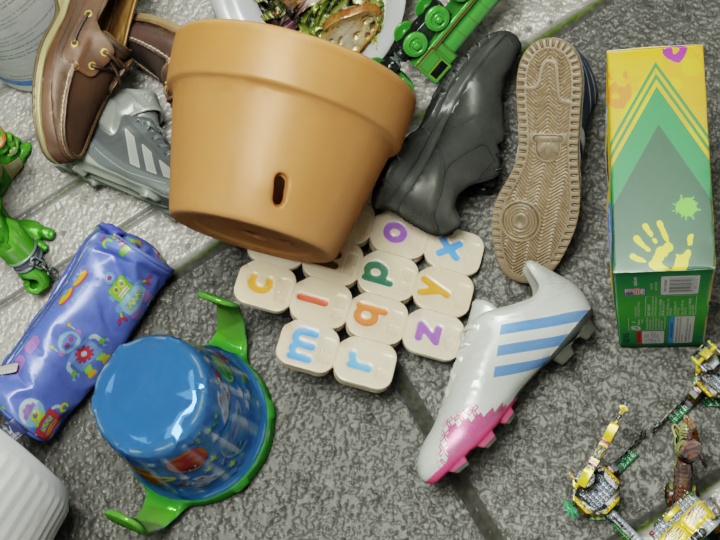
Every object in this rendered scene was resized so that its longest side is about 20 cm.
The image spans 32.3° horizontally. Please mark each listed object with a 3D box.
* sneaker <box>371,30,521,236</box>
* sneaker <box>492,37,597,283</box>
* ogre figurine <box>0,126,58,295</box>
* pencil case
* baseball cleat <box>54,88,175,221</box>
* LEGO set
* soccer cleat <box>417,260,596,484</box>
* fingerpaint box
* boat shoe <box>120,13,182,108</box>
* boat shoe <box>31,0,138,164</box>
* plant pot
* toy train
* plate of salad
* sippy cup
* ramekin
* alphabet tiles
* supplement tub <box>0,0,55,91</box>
[{"bbox_3d":[0.090,-0.115,1.067,0.090,0.076,0.201,33,76,-1],"label":"sneaker"},{"bbox_3d":[0.158,-0.095,1.048,0.069,0.108,0.202,9,104,12],"label":"sneaker"},{"bbox_3d":[-0.341,-0.079,1.118,0.097,0.120,0.202,-12,71,8],"label":"ogre figurine"},{"bbox_3d":[-0.249,0.052,1.074,0.078,0.087,0.201,27,78,41],"label":"pencil case"},{"bbox_3d":[-0.185,-0.106,1.119,0.198,0.070,0.107,21,78,17],"label":"baseball cleat"},{"bbox_3d":[0.250,0.146,0.913,0.199,0.116,0.154,-35,68,-1],"label":"LEGO set"},{"bbox_3d":[0.100,0.078,0.993,0.086,0.070,0.200,43,77,5],"label":"soccer cleat"},{"bbox_3d":[0.223,-0.048,0.939,0.073,0.200,0.169,-2,72,12],"label":"fingerpaint box"},{"bbox_3d":[-0.143,-0.169,1.129,0.199,0.070,0.071,26,75,19],"label":"boat shoe"},{"bbox_3d":[-0.239,-0.192,1.102,0.067,0.072,0.202,5,76,17],"label":"boat shoe"},{"bbox_3d":[-0.069,-0.093,0.980,0.198,0.200,0.141,13,81,16],"label":"plant pot"},{"bbox_3d":[0.061,-0.199,1.078,0.200,0.056,0.042,-48,31,13],"label":"toy train"},{"bbox_3d":[-0.054,-0.256,1.101,0.198,0.048,0.202,9,113,22],"label":"plate of salad"},{"bbox_3d":[-0.150,0.113,1.007,0.138,0.130,0.180,-16,69,6],"label":"sippy cup"},{"bbox_3d":[-0.324,0.169,0.998,0.201,0.203,0.095,30,69,20],"label":"ramekin"},{"bbox_3d":[0.000,0.000,1.046,0.194,0.015,0.202,15,65,2],"label":"alphabet tiles"},{"bbox_3d":[-0.328,-0.262,1.132,0.130,0.200,0.133,-4,71,11],"label":"supplement tub"}]
